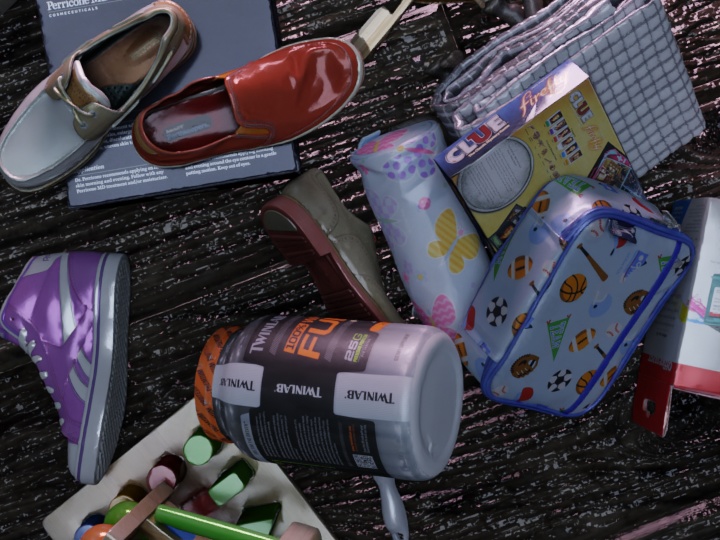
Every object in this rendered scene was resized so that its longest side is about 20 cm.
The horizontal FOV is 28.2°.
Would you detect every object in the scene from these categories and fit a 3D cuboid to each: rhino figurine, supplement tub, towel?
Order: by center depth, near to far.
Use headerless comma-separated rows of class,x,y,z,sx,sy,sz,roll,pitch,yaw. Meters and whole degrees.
supplement tub,-0.026,0.100,1.157,0.198,0.122,0.124,3,90,24
towel,0.174,-0.140,1.203,0.199,0.086,0.166,-36,132,0
rhino figurine,0.101,-0.155,1.250,0.087,0.060,0.200,42,93,-11

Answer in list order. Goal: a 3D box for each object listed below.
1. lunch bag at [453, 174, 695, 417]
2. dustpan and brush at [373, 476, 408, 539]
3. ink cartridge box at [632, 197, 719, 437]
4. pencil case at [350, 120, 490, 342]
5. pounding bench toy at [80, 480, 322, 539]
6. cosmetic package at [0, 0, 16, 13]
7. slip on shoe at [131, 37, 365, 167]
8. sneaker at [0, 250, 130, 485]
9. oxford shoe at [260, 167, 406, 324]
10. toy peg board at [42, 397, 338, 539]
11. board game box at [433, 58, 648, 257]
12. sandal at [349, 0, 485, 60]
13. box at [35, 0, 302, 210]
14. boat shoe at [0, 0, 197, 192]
lunch bag,0.179,0.023,1.168,0.159,0.076,0.201,17,114,-37
dustpan and brush,0.008,0.150,1.250,0.138,0.057,0.202,-10,93,26
ink cartridge box,0.292,0.043,1.222,0.067,0.116,0.202,11,91,-3
pencil case,0.061,-0.026,1.220,0.083,0.091,0.201,-26,105,-19
pounding bench toy,-0.143,0.240,1.132,0.156,0.124,0.201,38,105,4
cosmetic package,-0.280,-0.331,1.235,0.200,0.087,0.103,-43,91,-1
slip on shoe,-0.090,-0.134,1.147,0.198,0.061,0.075,-19,89,-2
sneaker,-0.263,0.084,1.249,0.113,0.073,0.202,1,79,3
oxford shoe,0.000,0.000,1.239,0.075,0.070,0.201,-48,113,-30
toy peg board,-0.146,0.239,1.232,0.199,0.098,0.201,-38,90,0
board game box,0.160,-0.057,1.174,0.135,0.035,0.200,-35,131,0
sandal,0.075,-0.243,1.246,0.070,0.078,0.212,40,98,-3
box,-0.160,-0.156,1.227,0.198,0.104,0.184,-9,92,0
boat shoe,-0.217,-0.143,1.141,0.200,0.068,0.075,-45,90,1
